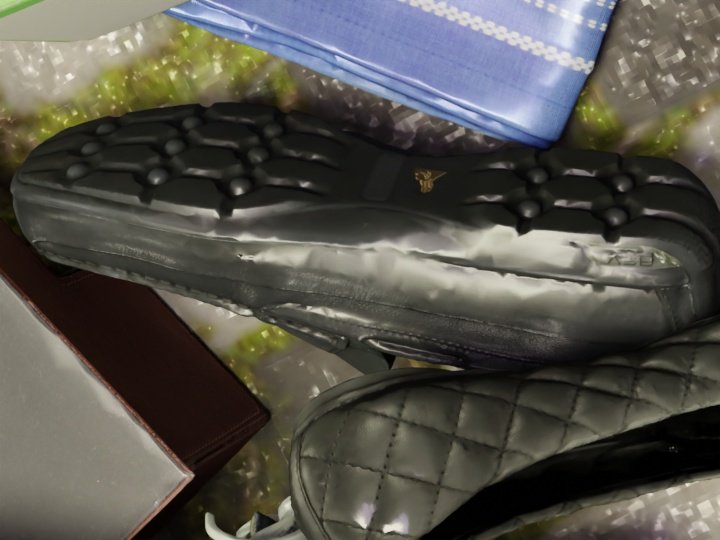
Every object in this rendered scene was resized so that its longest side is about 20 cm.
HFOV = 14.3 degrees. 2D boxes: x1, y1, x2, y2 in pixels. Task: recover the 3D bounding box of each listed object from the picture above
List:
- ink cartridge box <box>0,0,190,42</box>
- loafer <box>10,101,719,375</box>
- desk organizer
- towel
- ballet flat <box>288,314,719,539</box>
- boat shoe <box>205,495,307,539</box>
[{"bbox_3d":[-0.065,-0.176,0.747,0.145,0.084,0.200,-19,85,28],"label":"ink cartridge box"},{"bbox_3d":[0.000,0.000,0.786,0.200,0.068,0.070,8,124,13],"label":"loafer"},{"bbox_3d":[-0.125,0.001,0.824,0.200,0.077,0.072,46,110,6],"label":"desk organizer"},{"bbox_3d":[0.020,-0.146,0.778,0.145,0.024,0.200,23,106,12],"label":"towel"},{"bbox_3d":[0.077,0.048,0.735,0.200,0.066,0.057,-9,58,-16],"label":"ballet flat"},{"bbox_3d":[-0.026,0.090,0.753,0.200,0.075,0.062,-8,94,3],"label":"boat shoe"}]
